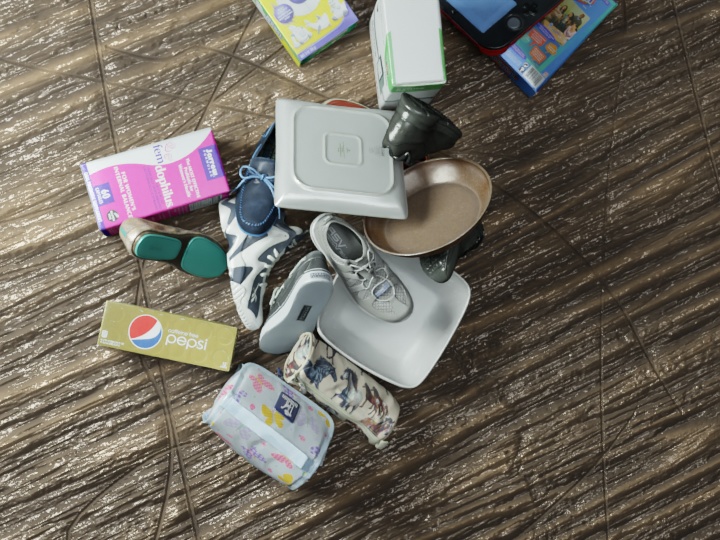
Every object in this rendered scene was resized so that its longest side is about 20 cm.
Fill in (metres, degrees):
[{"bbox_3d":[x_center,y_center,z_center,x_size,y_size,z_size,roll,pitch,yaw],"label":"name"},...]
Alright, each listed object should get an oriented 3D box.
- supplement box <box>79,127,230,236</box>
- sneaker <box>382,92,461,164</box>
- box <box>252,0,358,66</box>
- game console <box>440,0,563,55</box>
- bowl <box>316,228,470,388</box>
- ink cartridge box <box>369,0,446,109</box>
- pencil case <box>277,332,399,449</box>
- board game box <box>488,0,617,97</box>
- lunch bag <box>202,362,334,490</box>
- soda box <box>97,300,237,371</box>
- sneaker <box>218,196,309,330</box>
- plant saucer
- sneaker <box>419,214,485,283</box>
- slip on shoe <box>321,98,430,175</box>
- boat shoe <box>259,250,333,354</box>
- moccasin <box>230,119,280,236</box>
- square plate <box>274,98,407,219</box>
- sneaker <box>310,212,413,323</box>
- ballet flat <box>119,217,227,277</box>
[{"bbox_3d":[-0.301,-0.130,1.607,0.198,0.103,0.102,-18,89,-10],"label":"supplement box"},{"bbox_3d":[0.082,-0.198,1.579,0.076,0.200,0.091,39,103,21],"label":"sneaker"},{"bbox_3d":[-0.105,-0.432,1.673,0.117,0.048,0.201,-36,91,-8],"label":"box"},{"bbox_3d":[0.203,-0.444,1.686,0.177,0.031,0.200,-41,71,-4],"label":"game console"},{"bbox_3d":[0.045,0.058,1.659,0.199,0.075,0.201,32,84,-6],"label":"bowl"},{"bbox_3d":[0.068,-0.328,1.615,0.083,0.200,0.148,-6,88,-5],"label":"ink cartridge box"},{"bbox_3d":[-0.028,0.182,1.618,0.199,0.078,0.090,39,51,-21],"label":"pencil case"},{"bbox_3d":[0.287,-0.401,1.724,0.152,0.045,0.200,44,84,-3],"label":"board game box"},{"bbox_3d":[-0.131,0.222,1.566,0.169,0.200,0.128,37,84,-4],"label":"lunch bag"},{"bbox_3d":[-0.285,0.097,1.618,0.198,0.064,0.069,12,86,-7],"label":"soda box"},{"bbox_3d":[-0.135,-0.018,1.635,0.128,0.080,0.202,-10,83,-3],"label":"sneaker"},{"bbox_3d":[0.102,-0.085,1.585,0.200,0.200,0.037,-36,130,-7],"label":"plant saucer"},{"bbox_3d":[0.148,-0.053,1.639,0.090,0.076,0.201,35,45,-20],"label":"sneaker"},{"bbox_3d":[0.024,-0.205,1.674,0.199,0.061,0.075,31,86,-4],"label":"slip on shoe"},{"bbox_3d":[-0.099,0.047,1.607,0.073,0.200,0.069,7,49,-20],"label":"boat shoe"},{"bbox_3d":[-0.145,-0.146,1.605,0.079,0.068,0.202,11,56,-5],"label":"moccasin"},{"bbox_3d":[-0.028,-0.171,1.592,0.196,0.029,0.202,5,58,-11],"label":"square plate"},{"bbox_3d":[0.000,0.000,1.579,0.200,0.082,0.075,45,84,-2],"label":"sneaker"},{"bbox_3d":[-0.275,-0.040,1.594,0.067,0.199,0.068,36,97,34],"label":"ballet flat"}]
